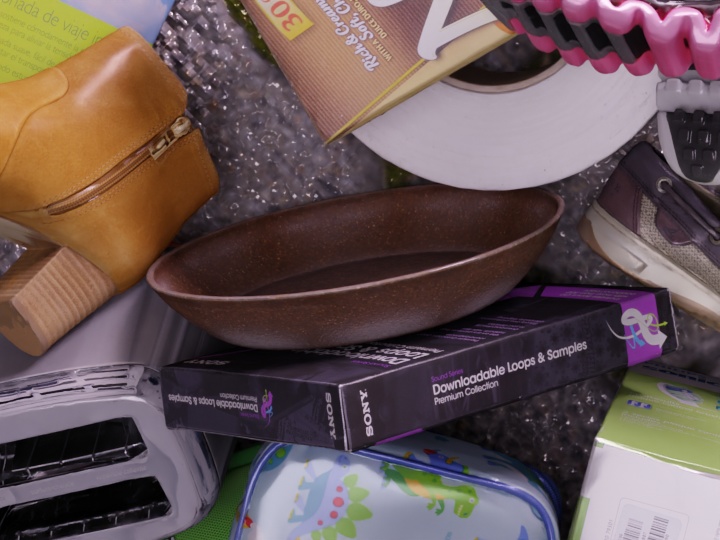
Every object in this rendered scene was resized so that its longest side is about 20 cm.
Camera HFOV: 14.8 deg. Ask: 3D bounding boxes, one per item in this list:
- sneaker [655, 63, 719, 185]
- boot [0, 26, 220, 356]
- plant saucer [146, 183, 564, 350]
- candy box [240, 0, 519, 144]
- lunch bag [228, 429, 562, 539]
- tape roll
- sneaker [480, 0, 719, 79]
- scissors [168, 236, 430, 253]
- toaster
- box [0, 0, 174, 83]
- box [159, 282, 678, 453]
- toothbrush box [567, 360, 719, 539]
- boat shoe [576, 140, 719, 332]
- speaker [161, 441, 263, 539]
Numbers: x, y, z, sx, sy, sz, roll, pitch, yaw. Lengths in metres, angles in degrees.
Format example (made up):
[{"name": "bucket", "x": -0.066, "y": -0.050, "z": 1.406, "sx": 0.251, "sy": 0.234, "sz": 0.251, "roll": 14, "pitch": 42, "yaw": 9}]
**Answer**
[{"name": "sneaker", "x": 0.198, "y": -0.126, "z": 1.279, "sx": 0.075, "sy": 0.081, "sz": 0.200, "roll": 14, "pitch": 76, "yaw": 36}, {"name": "boot", "x": -0.159, "y": -0.074, "z": 1.304, "sx": 0.071, "sy": 0.144, "sz": 0.201, "roll": 2, "pitch": 134, "yaw": 50}, {"name": "plant saucer", "x": 0.000, "y": 0.000, "z": 1.305, "sx": 0.200, "sy": 0.200, "sz": 0.037, "roll": -8, "pitch": 104, "yaw": 12}, {"name": "candy box", "x": 0.043, "y": -0.158, "z": 1.272, "sx": 0.200, "sy": 0.055, "sz": 0.116, "roll": -30, "pitch": 94, "yaw": 12}, {"name": "lunch bag", "x": 0.008, "y": 0.173, "z": 1.311, "sx": 0.160, "sy": 0.082, "sz": 0.200, "roll": 14, "pitch": 101, "yaw": 0}, {"name": "tape roll", "x": 0.066, "y": -0.141, "z": 1.335, "sx": 0.202, "sy": 0.071, "sz": 0.203, "roll": 2, "pitch": 100, "yaw": 10}, {"name": "sneaker", "x": 0.148, "y": -0.134, "z": 1.208, "sx": 0.200, "sy": 0.079, "sz": 0.096, "roll": 9, "pitch": 77, "yaw": 9}, {"name": "scissors", "x": -0.068, "y": -0.009, "z": 1.409, "sx": 0.200, "sy": 0.014, "sz": 0.073, "roll": -22, "pitch": 93, "yaw": 14}, {"name": "toaster", "x": -0.135, "y": 0.070, "z": 1.363, "sx": 0.200, "sy": 0.129, "sz": 0.114, "roll": -12, "pitch": 120, "yaw": 13}, {"name": "box", "x": -0.150, "y": -0.140, "z": 1.342, "sx": 0.048, "sy": 0.122, "sz": 0.200, "roll": 32, "pitch": 97, "yaw": 48}, {"name": "box", "x": 0.027, "y": 0.041, "z": 1.283, "sx": 0.143, "sy": 0.200, "sz": 0.036, "roll": 2, "pitch": 104, "yaw": 52}, {"name": "toothbrush box", "x": 0.142, "y": 0.136, "z": 1.298, "sx": 0.086, "sy": 0.200, "sz": 0.146, "roll": 15, "pitch": 102, "yaw": 9}, {"name": "boat shoe", "x": 0.203, "y": 0.004, "z": 1.333, "sx": 0.200, "sy": 0.072, "sz": 0.065, "roll": 29, "pitch": 108, "yaw": 11}, {"name": "speaker", "x": -0.084, "y": 0.144, "z": 1.401, "sx": 0.200, "sy": 0.088, "sz": 0.089, "roll": -21, "pitch": 95, "yaw": 13}]
